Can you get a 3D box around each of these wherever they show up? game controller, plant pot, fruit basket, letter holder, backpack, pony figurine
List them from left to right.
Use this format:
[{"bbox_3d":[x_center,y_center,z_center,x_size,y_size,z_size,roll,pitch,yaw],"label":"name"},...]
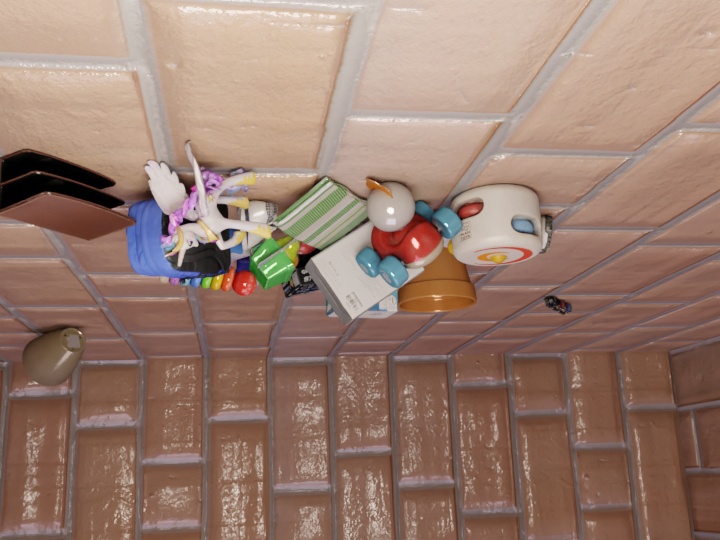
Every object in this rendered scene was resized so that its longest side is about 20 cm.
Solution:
[{"bbox_3d":[-1.051,0.282,2.834,0.187,0.188,0.200,12,146,-44],"label":"plant pot"},{"bbox_3d":[-0.502,-0.135,1.405,0.141,0.101,0.200,-13,163,29],"label":"letter holder"},{"bbox_3d":[-0.359,-0.055,1.536,0.167,0.164,0.200,-10,177,23],"label":"backpack"},{"bbox_3d":[-0.270,-0.116,1.398,0.199,0.194,0.166,-15,180,-39],"label":"pony figurine"},{"bbox_3d":[-0.150,-0.053,1.738,0.200,0.094,0.185,-44,177,-16],"label":"fruit basket"},{"bbox_3d":[-0.088,-0.037,1.965,0.104,0.042,0.200,4,165,-22],"label":"game controller"},{"bbox_3d":[0.187,0.018,2.024,0.199,0.141,0.200,-2,166,-1],"label":"plant pot"}]

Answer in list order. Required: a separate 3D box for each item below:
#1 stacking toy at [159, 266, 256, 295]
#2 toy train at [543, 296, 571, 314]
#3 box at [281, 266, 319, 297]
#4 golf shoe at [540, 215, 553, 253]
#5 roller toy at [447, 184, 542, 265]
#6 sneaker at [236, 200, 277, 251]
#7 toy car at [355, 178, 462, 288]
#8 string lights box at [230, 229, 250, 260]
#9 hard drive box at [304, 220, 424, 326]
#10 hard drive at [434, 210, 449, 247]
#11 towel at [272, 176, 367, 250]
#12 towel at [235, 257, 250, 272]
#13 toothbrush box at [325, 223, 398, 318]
[{"bbox_3d":[-0.316,0.010,1.700,0.199,0.086,0.085,17,161,-13],"label":"stacking toy"},{"bbox_3d":[0.664,0.115,2.700,0.046,0.034,0.200,-24,157,25],"label":"toy train"},{"bbox_3d":[-0.086,0.013,2.044,0.199,0.046,0.159,-13,172,-21],"label":"box"},{"bbox_3d":[0.373,-0.073,1.836,0.087,0.078,0.200,8,163,-10],"label":"golf shoe"},{"bbox_3d":[0.273,-0.083,1.642,0.199,0.141,0.183,-4,165,8],"label":"roller toy"},{"bbox_3d":[-0.213,-0.091,1.685,0.080,0.077,0.200,-10,168,-10],"label":"sneaker"},{"bbox_3d":[0.061,-0.107,1.573,0.200,0.184,0.177,57,164,-27],"label":"toy car"},{"bbox_3d":[-0.346,-0.067,1.770,0.102,0.059,0.199,-14,161,38],"label":"string lights box"},{"bbox_3d":[0.010,-0.004,1.711,0.199,0.156,0.077,-33,176,-20],"label":"hard drive box"},{"bbox_3d":[0.190,-0.090,1.832,0.131,0.026,0.199,-16,160,42],"label":"hard drive"},{"bbox_3d":[-0.069,-0.109,1.600,0.152,0.023,0.200,-38,155,15],"label":"towel"},{"bbox_3d":[-0.238,-0.021,2.004,0.147,0.050,0.200,-7,166,-11],"label":"towel"},{"bbox_3d":[0.000,0.000,1.803,0.145,0.201,0.085,4,163,-20],"label":"toothbrush box"}]
